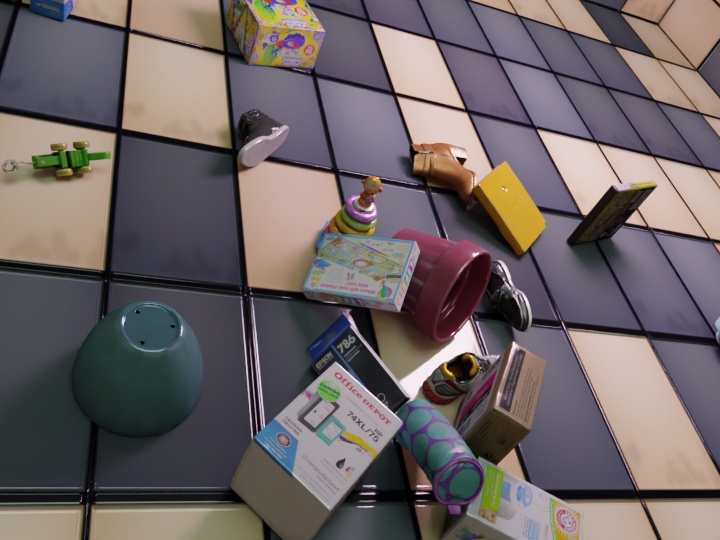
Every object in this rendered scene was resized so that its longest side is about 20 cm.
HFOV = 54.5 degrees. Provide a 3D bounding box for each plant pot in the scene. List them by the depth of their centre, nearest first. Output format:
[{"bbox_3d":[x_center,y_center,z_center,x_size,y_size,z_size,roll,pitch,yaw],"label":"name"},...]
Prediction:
[{"bbox_3d":[-0.325,0.125,1.056,0.197,0.136,0.202,15,42,-14],"label":"plant pot"},{"bbox_3d":[0.136,0.013,1.391,0.178,0.203,0.199,30,38,28],"label":"plant pot"}]

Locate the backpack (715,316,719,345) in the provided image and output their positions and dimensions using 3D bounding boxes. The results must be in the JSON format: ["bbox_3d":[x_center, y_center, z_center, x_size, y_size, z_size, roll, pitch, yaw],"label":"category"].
[{"bbox_3d":[0.975,0.155,1.723,0.198,0.152,0.179,-4,47,-40],"label":"backpack"}]

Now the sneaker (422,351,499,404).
[{"bbox_3d":[0.214,0.195,1.320,0.197,0.083,0.078,-10,54,-36],"label":"sneaker"}]

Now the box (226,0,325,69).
[{"bbox_3d":[-0.231,-0.656,1.889,0.197,0.123,0.194,-7,53,-33],"label":"box"}]

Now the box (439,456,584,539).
[{"bbox_3d":[0.242,0.407,1.111,0.198,0.102,0.113,28,42,-1],"label":"box"}]

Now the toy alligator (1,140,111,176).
[{"bbox_3d":[-0.573,-0.207,1.314,0.198,0.061,0.054,-15,15,-37],"label":"toy alligator"}]

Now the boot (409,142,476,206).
[{"bbox_3d":[0.204,-0.243,1.767,0.152,0.074,0.202,3,48,-16],"label":"boot"}]

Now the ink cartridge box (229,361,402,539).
[{"bbox_3d":[-0.064,0.273,1.042,0.146,0.147,0.200,39,42,12],"label":"ink cartridge box"}]

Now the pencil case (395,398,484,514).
[{"bbox_3d":[0.120,0.289,1.117,0.084,0.094,0.200,12,12,-19],"label":"pencil case"}]

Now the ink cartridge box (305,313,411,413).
[{"bbox_3d":[-0.012,0.175,1.207,0.200,0.099,0.039,48,5,23],"label":"ink cartridge box"}]

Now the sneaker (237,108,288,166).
[{"bbox_3d":[-0.247,-0.300,1.571,0.098,0.071,0.200,31,36,6],"label":"sneaker"}]

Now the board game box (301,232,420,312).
[{"bbox_3d":[0.000,0.000,1.322,0.197,0.034,0.136,7,59,27],"label":"board game box"}]

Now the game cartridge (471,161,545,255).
[{"bbox_3d":[0.376,-0.157,1.749,0.202,0.032,0.176,56,43,-4],"label":"game cartridge"}]

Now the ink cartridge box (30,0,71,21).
[{"bbox_3d":[-0.703,-0.715,1.628,0.083,0.201,0.148,15,43,-13],"label":"ink cartridge box"}]

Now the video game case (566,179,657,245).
[{"bbox_3d":[0.648,-0.149,1.806,0.178,0.201,0.026,-11,56,-35],"label":"video game case"}]

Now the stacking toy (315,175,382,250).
[{"bbox_3d":[-0.004,-0.109,1.411,0.115,0.201,0.111,25,41,-4],"label":"stacking toy"}]

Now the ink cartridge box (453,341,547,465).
[{"bbox_3d":[0.223,0.245,1.186,0.074,0.201,0.165,29,41,1],"label":"ink cartridge box"}]

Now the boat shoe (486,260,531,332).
[{"bbox_3d":[0.305,0.053,1.516,0.065,0.075,0.202,4,47,-22],"label":"boat shoe"}]
